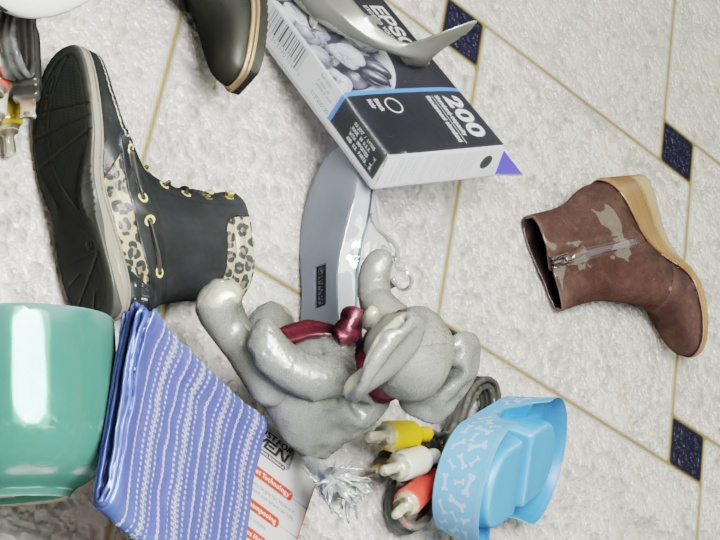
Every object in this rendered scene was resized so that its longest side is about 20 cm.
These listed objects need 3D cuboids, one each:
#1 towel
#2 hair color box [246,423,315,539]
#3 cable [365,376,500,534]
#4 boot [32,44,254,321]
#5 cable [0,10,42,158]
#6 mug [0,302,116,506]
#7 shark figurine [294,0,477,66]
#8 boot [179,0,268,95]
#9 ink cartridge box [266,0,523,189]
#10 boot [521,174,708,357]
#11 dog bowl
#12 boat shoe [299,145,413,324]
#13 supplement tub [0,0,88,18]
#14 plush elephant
[{"bbox_3d":[-0.115,0.126,1.157,0.200,0.024,0.146,51,39,-53],"label":"towel"},{"bbox_3d":[-0.107,0.204,1.253,0.101,0.061,0.201,40,51,-26],"label":"hair color box"},{"bbox_3d":[0.073,0.153,1.447,0.199,0.050,0.098,-21,96,-47],"label":"cable"},{"bbox_3d":[-0.161,-0.064,1.300,0.153,0.073,0.206,-3,81,-48],"label":"boot"},{"bbox_3d":[-0.259,-0.188,1.248,0.050,0.097,0.202,-7,68,-4],"label":"cable"},{"bbox_3d":[-0.220,0.093,1.121,0.184,0.151,0.116,8,73,-43],"label":"mug"},{"bbox_3d":[-0.016,-0.246,1.442,0.214,0.090,0.128,43,36,19],"label":"shark figurine"},{"bbox_3d":[-0.155,-0.241,1.380,0.137,0.077,0.202,8,56,-38],"label":"boot"},{"bbox_3d":[0.033,-0.158,1.488,0.199,0.044,0.199,-7,52,-46],"label":"ink cartridge box"},{"bbox_3d":[0.247,0.014,1.686,0.165,0.072,0.202,-23,92,-34],"label":"boot"},{"bbox_3d":[0.117,0.166,1.449,0.200,0.049,0.113,-20,120,-63],"label":"dog bowl"},{"bbox_3d":[0.003,0.000,1.431,0.086,0.074,0.204,18,64,-38],"label":"boat shoe"},{"bbox_3d":[-0.252,-0.267,1.191,0.122,0.123,0.200,9,26,-42],"label":"supplement tub"},{"bbox_3d":[-0.002,0.060,1.272,0.201,0.154,0.165,58,8,23],"label":"plush elephant"}]
